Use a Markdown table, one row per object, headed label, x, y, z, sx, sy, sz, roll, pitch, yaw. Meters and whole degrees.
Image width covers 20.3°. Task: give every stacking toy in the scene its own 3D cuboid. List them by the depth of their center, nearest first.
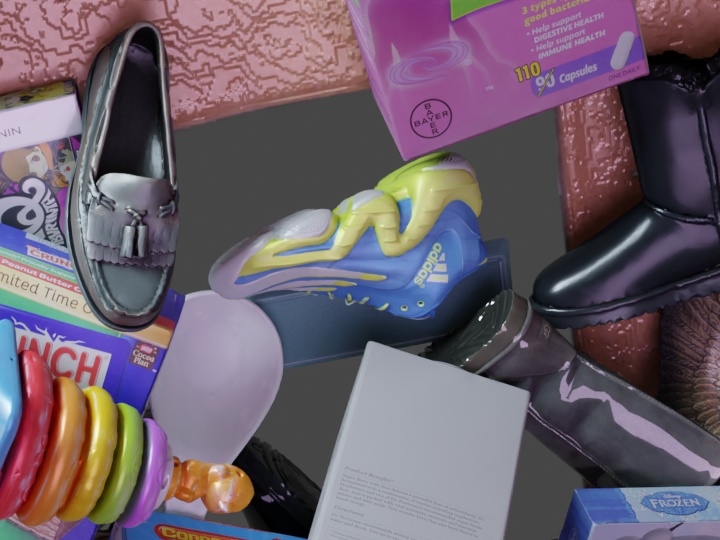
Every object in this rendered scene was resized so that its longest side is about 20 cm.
| label | x | y | z | sx | sy | sz | roll | pitch | yaw |
| --- | --- | --- | --- | --- | --- | --- | --- | --- | --- |
| stacking toy | -0.159 | 0.121 | 1.270 | 0.198 | 0.116 | 0.110 | 16 | 116 | -22 |

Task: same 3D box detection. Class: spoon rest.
| label | x | y | z | sx | sy | sz | roll | pitch | yaw |
| --- | --- | --- | --- | --- | --- | --- | --- | --- | --- |
| spoon rest | -0.113 | 0.114 | 1.393 | 0.098 | 0.061 | 0.202 | 13 | 91 | -17 |

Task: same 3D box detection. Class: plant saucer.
| label | x | y | z | sx | sy | sz | roll | pitch | yaw |
| --- | --- | --- | --- | --- | --- | --- | --- | --- | --- |
| plant saucer | 0.015 | 0.028 | 1.438 | 0.198 | 0.019 | 0.071 | -11 | 114 | -7 |

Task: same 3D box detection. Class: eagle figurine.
| label | x | y | z | sx | sy | sz | roll | pitch | yaw |
| --- | --- | --- | --- | --- | --- | --- | --- | --- | --- |
| eagle figurine | 0.291 | 0.097 | 1.463 | 0.150 | 0.151 | 0.202 | 0 | 123 | 0 |

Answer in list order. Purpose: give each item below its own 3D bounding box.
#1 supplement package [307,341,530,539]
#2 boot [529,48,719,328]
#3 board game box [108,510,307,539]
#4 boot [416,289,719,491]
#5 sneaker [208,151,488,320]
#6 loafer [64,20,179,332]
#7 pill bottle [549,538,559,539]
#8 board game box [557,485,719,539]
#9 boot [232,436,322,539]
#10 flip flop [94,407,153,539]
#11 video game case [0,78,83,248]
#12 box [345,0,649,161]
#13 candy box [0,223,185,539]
| label | x | y | z | sx | sy | sz | roll | pitch | yaw |
| --- | --- | --- | --- | --- | --- | --- | --- | --- | --- |
| supplement package | 0.030 | 0.166 | 1.321 | 0.120 | 0.201 | 0.121 | 17 | 128 | 1 |
| boot | 0.198 | -0.062 | 1.397 | 0.198 | 0.077 | 0.170 | -14 | 107 | 5 |
| board game box | -0.100 | 0.271 | 1.397 | 0.194 | 0.056 | 0.201 | 13 | 119 | -18 |
| boot | 0.136 | 0.115 | 1.428 | 0.199 | 0.073 | 0.182 | 33 | 140 | -18 |
| sneaker | 0.000 | 0.000 | 1.381 | 0.198 | 0.076 | 0.106 | -23 | 98 | -1 |
| loafer | -0.149 | -0.064 | 1.283 | 0.071 | 0.063 | 0.202 | 5 | 68 | -19 |
| pill bottle | 0.158 | 0.312 | 1.530 | 0.111 | 0.112 | 0.202 | -2 | 113 | -9 |
| board game box | 0.220 | 0.242 | 1.415 | 0.197 | 0.043 | 0.202 | 2 | 122 | -19 |
| boot | -0.073 | 0.238 | 1.475 | 0.168 | 0.076 | 0.200 | -42 | 119 | 4 |
| flip flop | -0.180 | 0.158 | 1.433 | 0.198 | 0.058 | 0.082 | -25 | 114 | 0 |
| video game case | -0.257 | -0.014 | 1.361 | 0.179 | 0.036 | 0.202 | -12 | 114 | -4 |
| box | 0.075 | -0.201 | 1.296 | 0.174 | 0.097 | 0.201 | -19 | 123 | -2 |
| candy box | -0.229 | 0.084 | 1.336 | 0.168 | 0.077 | 0.202 | 21 | 107 | -7 |
